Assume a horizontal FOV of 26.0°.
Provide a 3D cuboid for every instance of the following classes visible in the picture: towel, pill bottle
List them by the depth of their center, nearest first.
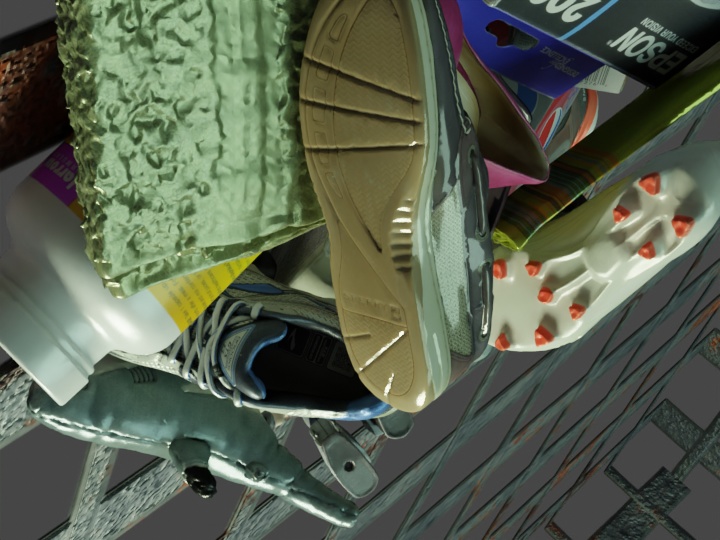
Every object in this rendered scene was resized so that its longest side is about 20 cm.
[{"bbox_3d":[-0.060,-0.094,0.652,0.148,0.036,0.202,-19,121,-29],"label":"towel"},{"bbox_3d":[-0.096,-0.033,0.742,0.200,0.104,0.104,-46,163,-12],"label":"pill bottle"},{"bbox_3d":[0.156,-0.078,0.880,0.199,0.018,0.086,-38,-169,0],"label":"towel"}]

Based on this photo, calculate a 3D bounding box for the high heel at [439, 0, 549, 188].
[{"bbox_3d":[0.055,-0.085,0.752,0.200,0.095,0.068,93,14,-73],"label":"high heel"}]

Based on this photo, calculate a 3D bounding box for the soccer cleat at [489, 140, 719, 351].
[{"bbox_3d":[0.138,-0.011,0.889,0.077,0.070,0.200,-29,175,-45],"label":"soccer cleat"}]

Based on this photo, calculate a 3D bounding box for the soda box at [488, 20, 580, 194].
[{"bbox_3d":[0.105,-0.125,1.022,0.201,0.070,0.064,-59,166,-20],"label":"soda box"}]

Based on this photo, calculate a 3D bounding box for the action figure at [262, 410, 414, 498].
[{"bbox_3d":[-0.025,0.086,1.115,0.130,0.069,0.200,-43,-158,-8],"label":"action figure"}]

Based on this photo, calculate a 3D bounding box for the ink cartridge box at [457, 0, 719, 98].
[{"bbox_3d":[0.140,-0.155,0.809,0.200,0.044,0.198,-37,154,26],"label":"ink cartridge box"}]

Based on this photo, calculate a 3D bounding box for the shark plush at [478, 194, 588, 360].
[{"bbox_3d":[0.087,-0.002,1.002,0.083,0.091,0.200,13,135,-20],"label":"shark plush"}]

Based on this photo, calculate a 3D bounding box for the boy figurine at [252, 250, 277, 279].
[{"bbox_3d":[-0.033,-0.081,0.867,0.200,0.064,0.124,-54,161,26],"label":"boy figurine"}]

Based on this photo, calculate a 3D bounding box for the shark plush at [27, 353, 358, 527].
[{"bbox_3d":[-0.098,0.105,0.899,0.091,0.200,0.083,-43,-162,19],"label":"shark plush"}]

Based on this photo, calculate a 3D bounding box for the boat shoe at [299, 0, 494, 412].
[{"bbox_3d":[0.023,-0.038,0.675,0.065,0.072,0.202,-28,121,-40],"label":"boat shoe"}]

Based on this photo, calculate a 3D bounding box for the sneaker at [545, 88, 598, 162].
[{"bbox_3d":[0.101,-0.066,1.154,0.082,0.077,0.201,19,97,-61],"label":"sneaker"}]

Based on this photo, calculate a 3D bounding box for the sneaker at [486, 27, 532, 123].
[{"bbox_3d":[0.055,-0.133,0.892,0.070,0.108,0.201,-36,159,-36],"label":"sneaker"}]

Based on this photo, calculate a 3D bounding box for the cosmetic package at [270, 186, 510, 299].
[{"bbox_3d":[0.000,0.000,0.936,0.104,0.087,0.200,-66,-169,-24],"label":"cosmetic package"}]

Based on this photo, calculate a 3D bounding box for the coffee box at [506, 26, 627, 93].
[{"bbox_3d":[0.140,-0.211,0.908,0.200,0.079,0.114,98,1,-60],"label":"coffee box"}]

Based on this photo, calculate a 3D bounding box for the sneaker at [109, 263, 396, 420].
[{"bbox_3d":[-0.065,0.031,0.815,0.085,0.198,0.078,-71,174,-81],"label":"sneaker"}]
